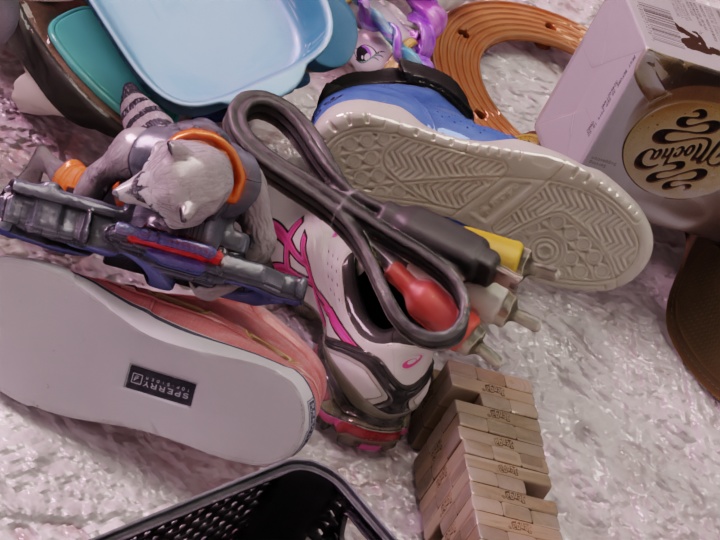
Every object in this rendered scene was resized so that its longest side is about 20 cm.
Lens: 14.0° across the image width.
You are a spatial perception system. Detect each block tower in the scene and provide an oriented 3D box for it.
[{"bbox_3d":[0.067,0.132,1.530,0.058,0.054,0.200,15,38,-22],"label":"block tower"}]

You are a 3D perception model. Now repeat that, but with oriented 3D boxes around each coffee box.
[{"bbox_3d":[0.220,-0.082,1.722,0.200,0.113,0.080,15,34,-22],"label":"coffee box"}]

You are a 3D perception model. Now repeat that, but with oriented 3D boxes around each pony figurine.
[{"bbox_3d":[0.011,-0.205,1.819,0.193,0.167,0.200,-43,77,-14],"label":"pony figurine"}]

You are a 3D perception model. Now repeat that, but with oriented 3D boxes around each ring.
[{"bbox_3d":[0.132,-0.101,1.889,0.200,0.019,0.200,21,36,-16],"label":"ring"}]

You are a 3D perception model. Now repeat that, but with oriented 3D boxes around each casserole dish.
[{"bbox_3d":[-0.100,-0.165,1.625,0.121,0.039,0.200,-26,71,-20],"label":"casserole dish"}]

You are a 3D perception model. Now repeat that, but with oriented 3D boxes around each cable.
[{"bbox_3d":[0.003,-0.016,1.533,0.200,0.050,0.097,28,54,11],"label":"cable"}]

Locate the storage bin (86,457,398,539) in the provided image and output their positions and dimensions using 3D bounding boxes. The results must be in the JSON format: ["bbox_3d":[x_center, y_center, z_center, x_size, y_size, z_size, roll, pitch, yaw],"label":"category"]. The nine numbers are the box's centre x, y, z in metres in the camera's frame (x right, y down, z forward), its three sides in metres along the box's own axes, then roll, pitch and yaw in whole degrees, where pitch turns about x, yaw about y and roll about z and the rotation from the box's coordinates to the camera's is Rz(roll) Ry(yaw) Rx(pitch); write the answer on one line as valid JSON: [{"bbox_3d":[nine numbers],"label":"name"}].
[{"bbox_3d":[-0.061,0.184,1.338,0.200,0.094,0.135,-19,60,-47],"label":"storage bin"}]

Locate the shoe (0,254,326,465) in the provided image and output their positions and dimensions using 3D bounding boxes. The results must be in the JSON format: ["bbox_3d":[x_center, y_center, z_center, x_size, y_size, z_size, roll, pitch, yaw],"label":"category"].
[{"bbox_3d":[-0.113,0.040,1.498,0.200,0.072,0.091,20,12,3],"label":"shoe"}]

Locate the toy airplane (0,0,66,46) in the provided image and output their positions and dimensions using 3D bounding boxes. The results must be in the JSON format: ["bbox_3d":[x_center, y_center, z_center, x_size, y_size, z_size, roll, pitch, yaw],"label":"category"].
[{"bbox_3d":[-0.275,-0.147,1.530,0.200,0.141,0.199,10,12,26],"label":"toy airplane"}]

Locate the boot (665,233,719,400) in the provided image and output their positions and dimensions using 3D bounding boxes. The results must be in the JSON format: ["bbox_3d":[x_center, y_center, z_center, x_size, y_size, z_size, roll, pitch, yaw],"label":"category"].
[{"bbox_3d":[0.255,0.006,1.815,0.155,0.077,0.200,11,41,-37],"label":"boot"}]

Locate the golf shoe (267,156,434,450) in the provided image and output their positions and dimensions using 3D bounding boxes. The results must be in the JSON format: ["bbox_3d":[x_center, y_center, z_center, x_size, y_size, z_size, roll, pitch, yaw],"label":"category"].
[{"bbox_3d":[0.000,0.000,1.605,0.073,0.092,0.200,6,41,-29],"label":"golf shoe"}]

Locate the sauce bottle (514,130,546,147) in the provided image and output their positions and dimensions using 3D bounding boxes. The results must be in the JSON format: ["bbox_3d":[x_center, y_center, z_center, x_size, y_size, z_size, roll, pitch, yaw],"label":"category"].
[{"bbox_3d":[0.094,-0.043,1.741,0.065,0.065,0.200,38,39,7],"label":"sauce bottle"}]

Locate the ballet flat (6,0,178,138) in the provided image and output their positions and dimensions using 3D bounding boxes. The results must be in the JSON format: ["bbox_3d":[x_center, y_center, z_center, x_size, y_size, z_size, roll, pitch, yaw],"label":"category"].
[{"bbox_3d":[-0.179,-0.135,1.642,0.200,0.068,0.068,52,38,9],"label":"ballet flat"}]

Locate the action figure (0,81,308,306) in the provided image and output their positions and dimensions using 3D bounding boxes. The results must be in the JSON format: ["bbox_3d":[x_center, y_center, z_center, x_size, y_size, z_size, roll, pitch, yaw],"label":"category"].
[{"bbox_3d":[-0.123,-0.050,1.491,0.200,0.105,0.193,16,-2,-20],"label":"action figure"}]

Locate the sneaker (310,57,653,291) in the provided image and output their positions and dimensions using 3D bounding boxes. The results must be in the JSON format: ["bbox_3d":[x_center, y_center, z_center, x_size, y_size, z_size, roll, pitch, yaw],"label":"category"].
[{"bbox_3d":[0.067,-0.058,1.631,0.200,0.077,0.111,17,22,-7],"label":"sneaker"}]

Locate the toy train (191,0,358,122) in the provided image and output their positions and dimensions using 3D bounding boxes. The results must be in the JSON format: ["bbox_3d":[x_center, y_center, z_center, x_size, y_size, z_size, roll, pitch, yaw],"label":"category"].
[{"bbox_3d":[-0.069,-0.194,1.698,0.085,0.116,0.200,-8,85,-44],"label":"toy train"}]
